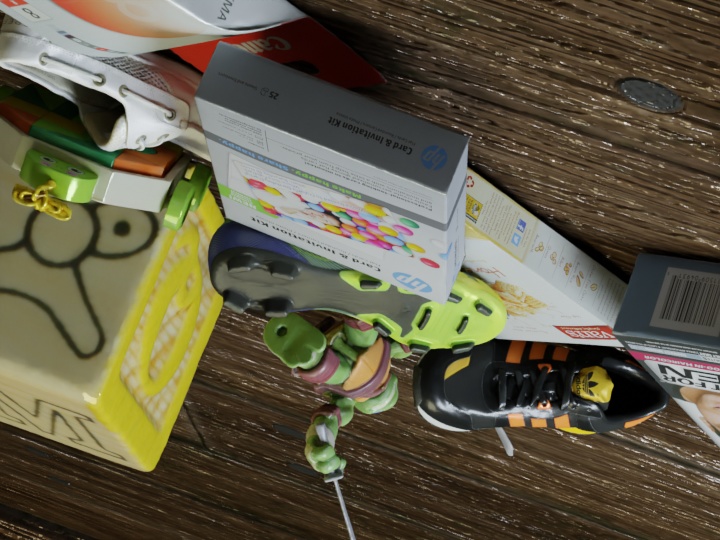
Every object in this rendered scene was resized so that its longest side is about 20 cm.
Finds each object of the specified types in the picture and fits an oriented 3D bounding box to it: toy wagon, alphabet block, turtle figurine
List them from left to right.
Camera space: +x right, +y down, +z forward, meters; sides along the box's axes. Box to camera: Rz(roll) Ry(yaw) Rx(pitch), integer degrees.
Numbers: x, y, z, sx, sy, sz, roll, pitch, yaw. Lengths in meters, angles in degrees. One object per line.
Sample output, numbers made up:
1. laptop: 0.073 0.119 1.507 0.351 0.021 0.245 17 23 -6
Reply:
1. alphabet block: -0.225 0.011 1.687 0.198 0.197 0.197 19 165 14
2. toy wagon: -0.179 -0.073 1.481 0.154 0.040 0.200 22 -167 0
3. turtle figurine: 0.018 0.087 1.715 0.143 0.201 0.194 -19 147 10

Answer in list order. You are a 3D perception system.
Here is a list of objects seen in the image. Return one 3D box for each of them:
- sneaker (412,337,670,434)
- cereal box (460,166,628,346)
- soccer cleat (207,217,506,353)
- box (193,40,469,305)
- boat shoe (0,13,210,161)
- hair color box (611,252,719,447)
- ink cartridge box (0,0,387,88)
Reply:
1. sneaker: 0.131 0.079 1.620 0.199 0.071 0.090 7 169 -36
2. cereal box: 0.080 -0.009 1.507 0.199 0.040 0.143 34 161 -35
3. soccer cleat: 0.000 -0.001 1.482 0.198 0.084 0.065 11 130 -6
4. box: -0.013 -0.054 1.351 0.155 0.041 0.200 22 165 8
5. boat shoe: -0.149 -0.105 1.441 0.199 0.070 0.071 31 159 -32
6. hair color box: 0.251 0.063 1.482 0.098 0.061 0.200 9 160 36
7. ink cartridge box: -0.107 -0.138 1.329 0.199 0.050 0.162 36 159 -30
